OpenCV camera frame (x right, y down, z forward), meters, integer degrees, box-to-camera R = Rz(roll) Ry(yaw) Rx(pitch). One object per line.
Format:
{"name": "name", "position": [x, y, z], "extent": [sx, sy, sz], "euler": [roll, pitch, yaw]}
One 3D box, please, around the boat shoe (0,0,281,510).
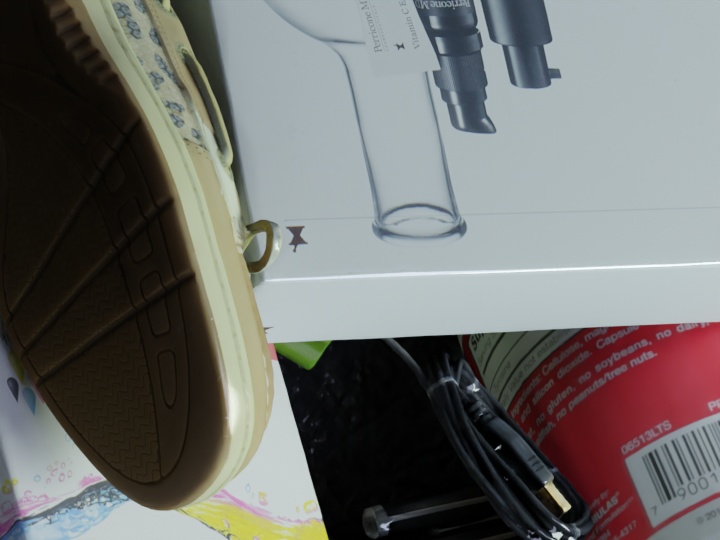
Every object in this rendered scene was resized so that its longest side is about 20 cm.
{"name": "boat shoe", "position": [-0.060, -0.032, 0.743], "extent": [0.063, 0.073, 0.201], "euler": [4, 57, -46]}

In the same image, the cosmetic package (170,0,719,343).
{"name": "cosmetic package", "position": [0.042, -0.060, 0.819], "extent": [0.199, 0.052, 0.151], "euler": [-3, 70, -24]}

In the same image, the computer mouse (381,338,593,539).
{"name": "computer mouse", "position": [0.000, 0.000, 0.825], "extent": [0.034, 0.200, 0.059], "euler": [-44, 179, 17]}

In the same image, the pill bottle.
{"name": "pill bottle", "position": [0.096, 0.036, 0.895], "extent": [0.112, 0.201, 0.112], "euler": [-13, 144, -10]}

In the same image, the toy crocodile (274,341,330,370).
{"name": "toy crocodile", "position": [0.015, -0.064, 0.893], "extent": [0.067, 0.062, 0.201], "euler": [26, 80, -4]}

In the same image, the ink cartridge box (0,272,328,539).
{"name": "ink cartridge box", "position": [-0.065, 0.088, 0.764], "extent": [0.116, 0.067, 0.201], "euler": [8, 58, -47]}

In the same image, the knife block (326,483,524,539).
{"name": "knife block", "position": [0.070, 0.088, 0.976], "extent": [0.176, 0.064, 0.200], "euler": [45, 50, -26]}
